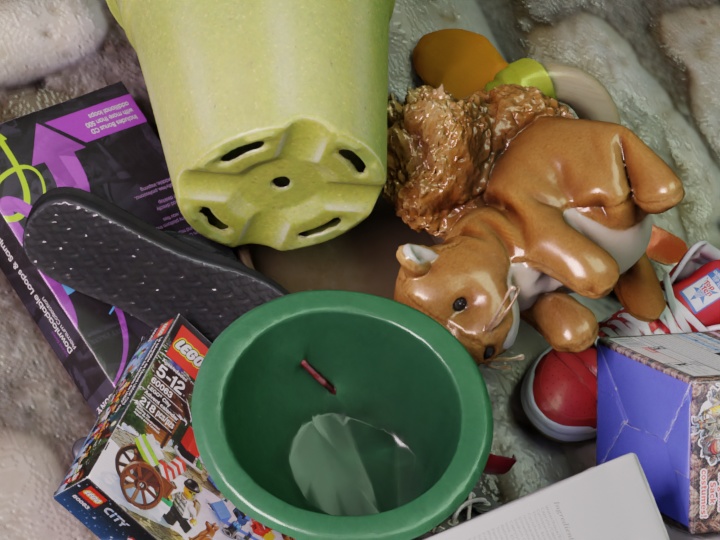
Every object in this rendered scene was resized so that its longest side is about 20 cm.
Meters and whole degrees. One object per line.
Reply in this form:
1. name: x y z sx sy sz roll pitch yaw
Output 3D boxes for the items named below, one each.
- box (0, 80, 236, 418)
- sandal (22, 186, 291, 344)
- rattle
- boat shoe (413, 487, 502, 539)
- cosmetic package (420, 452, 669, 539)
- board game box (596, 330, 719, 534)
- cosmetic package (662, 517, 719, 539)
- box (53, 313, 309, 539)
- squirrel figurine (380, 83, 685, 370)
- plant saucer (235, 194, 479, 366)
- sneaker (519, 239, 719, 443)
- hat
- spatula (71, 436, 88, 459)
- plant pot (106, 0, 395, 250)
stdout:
1. box: -0.152 -0.012 1.625 0.143 0.036 0.201 -25 78 -44
2. sandal: -0.106 0.005 1.575 0.200 0.075 0.048 32 29 -14
3. rattle: 0.130 -0.075 1.878 0.200 0.143 0.131 32 77 -34
4. boat shoe: 0.095 0.181 1.650 0.200 0.057 0.067 41 45 -4
5. cosmetic package: 0.077 0.179 1.541 0.199 0.102 0.074 -17 82 -35
6. board game box: 0.272 0.097 1.692 0.199 0.159 0.098 -3 99 -16
7. cosmetic package: 0.260 0.186 1.715 0.199 0.107 0.085 -8 106 -37
8. box: -0.073 0.141 1.543 0.200 0.038 0.137 44 46 -18
9. squirrel figurine: 0.083 -0.027 1.697 0.186 0.142 0.200 -30 66 -21
10. plant saucer: 0.000 0.000 1.731 0.199 0.029 0.201 19 51 -25
11. sneaker: 0.196 0.045 1.780 0.200 0.112 0.071 -27 77 -44
12. hat: -0.005 0.125 1.577 0.199 0.176 0.166 13 60 1
13. spatula: -0.086 0.104 1.599 0.199 0.021 0.057 0 64 -35
14. plant pot: -0.058 -0.122 1.649 0.199 0.200 0.185 14 50 -28
